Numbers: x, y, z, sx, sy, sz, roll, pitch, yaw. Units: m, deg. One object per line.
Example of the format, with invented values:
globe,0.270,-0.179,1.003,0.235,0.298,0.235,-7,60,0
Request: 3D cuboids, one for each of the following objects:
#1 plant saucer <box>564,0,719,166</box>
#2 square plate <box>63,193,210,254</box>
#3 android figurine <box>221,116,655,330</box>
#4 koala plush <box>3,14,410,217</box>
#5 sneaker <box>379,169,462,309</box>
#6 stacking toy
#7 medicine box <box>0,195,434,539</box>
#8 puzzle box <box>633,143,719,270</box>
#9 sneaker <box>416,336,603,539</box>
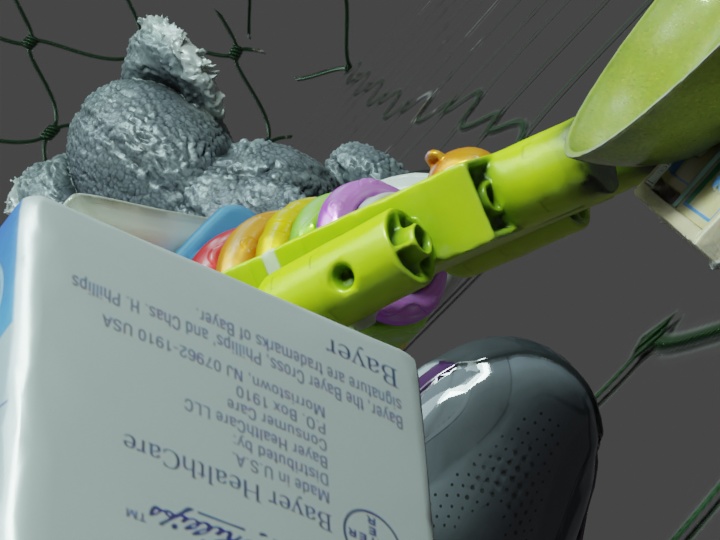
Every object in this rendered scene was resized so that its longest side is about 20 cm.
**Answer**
plant saucer,0.142,-0.103,0.747,0.200,0.031,0.200,-49,6,7
square plate,-0.128,0.059,1.164,0.198,0.028,0.200,-58,-27,12
android figurine,0.020,-0.009,0.916,0.200,0.041,0.182,-26,-3,27
koala plush,-0.092,-0.039,1.372,0.177,0.200,0.184,-48,-4,10
sneaker,0.014,-0.020,1.203,0.200,0.073,0.112,-45,9,51
stacking toy,0.000,0.000,1.066,0.200,0.116,0.110,-35,13,45
medicine box,-0.073,0.123,0.487,0.182,0.103,0.200,-46,32,35
puzzle box,0.165,-0.082,0.719,0.200,0.025,0.133,-49,7,5
sneaker,0.004,0.112,0.553,0.200,0.074,0.088,-58,19,4
